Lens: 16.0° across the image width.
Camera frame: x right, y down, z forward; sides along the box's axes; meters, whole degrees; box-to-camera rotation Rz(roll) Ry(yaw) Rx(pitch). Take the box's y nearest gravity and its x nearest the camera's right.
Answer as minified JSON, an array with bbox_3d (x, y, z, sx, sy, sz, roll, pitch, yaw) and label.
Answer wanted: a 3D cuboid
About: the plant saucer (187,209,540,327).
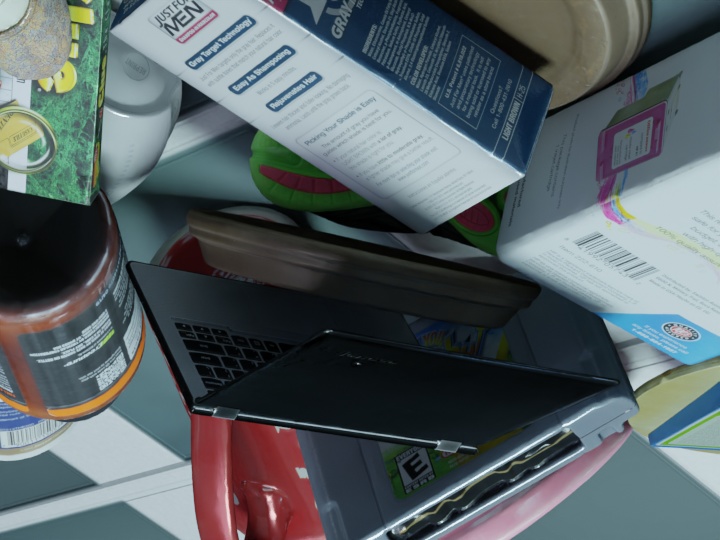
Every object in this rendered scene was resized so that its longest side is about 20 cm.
[{"bbox_3d":[0.000,0.000,1.414,0.199,0.030,0.200,12,-177,-1],"label":"plant saucer"}]

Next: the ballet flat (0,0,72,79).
[{"bbox_3d":[-0.207,-0.176,1.281,0.068,0.067,0.201,-19,112,16],"label":"ballet flat"}]

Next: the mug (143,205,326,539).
[{"bbox_3d":[-0.051,0.079,1.581,0.133,0.178,0.201,-16,137,4],"label":"mug"}]

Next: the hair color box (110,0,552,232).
[{"bbox_3d":[-0.013,-0.106,1.284,0.199,0.061,0.100,32,148,-19],"label":"hair color box"}]

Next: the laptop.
[{"bbox_3d":[0.002,0.029,1.382,0.186,0.200,0.116,11,121,-32],"label":"laptop"}]

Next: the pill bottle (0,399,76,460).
[{"bbox_3d":[-0.234,0.033,1.663,0.110,0.111,0.200,17,150,6],"label":"pill bottle"}]

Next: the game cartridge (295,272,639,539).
[{"bbox_3d":[0.056,0.081,1.486,0.199,0.134,0.041,-32,130,12],"label":"game cartridge"}]

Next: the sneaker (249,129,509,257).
[{"bbox_3d":[0.039,-0.052,1.419,0.199,0.077,0.084,14,-179,2],"label":"sneaker"}]

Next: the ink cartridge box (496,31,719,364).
[{"bbox_3d":[0.189,-0.037,1.308,0.144,0.085,0.200,28,151,-26],"label":"ink cartridge box"}]

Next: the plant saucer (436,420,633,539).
[{"bbox_3d":[0.075,0.122,1.560,0.051,0.200,0.200,55,143,-4],"label":"plant saucer"}]

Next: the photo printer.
[{"bbox_3d":[-0.204,-0.109,1.458,0.199,0.070,0.166,29,149,-13],"label":"photo printer"}]

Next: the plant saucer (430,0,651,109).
[{"bbox_3d":[0.048,-0.141,1.295,0.199,0.030,0.200,16,150,9],"label":"plant saucer"}]

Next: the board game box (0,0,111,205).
[{"bbox_3d":[-0.183,-0.135,1.349,0.104,0.023,0.201,9,119,5],"label":"board game box"}]

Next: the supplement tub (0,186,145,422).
[{"bbox_3d":[-0.182,0.020,1.486,0.106,0.108,0.200,15,157,9],"label":"supplement tub"}]

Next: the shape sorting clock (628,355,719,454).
[{"bbox_3d":[0.252,0.074,1.468,0.198,0.040,0.200,1,164,0],"label":"shape sorting clock"}]
